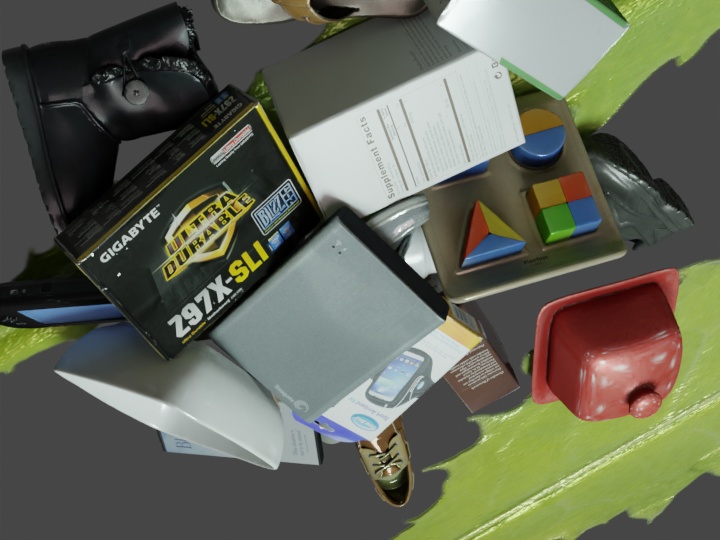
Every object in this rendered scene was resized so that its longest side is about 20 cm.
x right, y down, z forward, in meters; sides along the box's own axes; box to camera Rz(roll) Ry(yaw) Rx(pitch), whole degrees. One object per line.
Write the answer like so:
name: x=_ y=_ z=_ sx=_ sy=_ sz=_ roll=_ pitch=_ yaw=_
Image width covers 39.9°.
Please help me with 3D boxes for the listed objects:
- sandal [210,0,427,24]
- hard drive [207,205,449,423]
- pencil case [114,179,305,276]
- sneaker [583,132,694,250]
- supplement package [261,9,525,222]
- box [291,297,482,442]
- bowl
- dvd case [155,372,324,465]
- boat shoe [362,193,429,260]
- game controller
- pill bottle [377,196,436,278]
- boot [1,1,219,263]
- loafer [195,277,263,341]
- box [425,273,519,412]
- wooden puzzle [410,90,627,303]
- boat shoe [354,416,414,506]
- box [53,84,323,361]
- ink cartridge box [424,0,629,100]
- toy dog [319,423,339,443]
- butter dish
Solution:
sandal: x=-0.028 y=-0.239 z=0.849 sx=0.198 sy=0.055 sz=0.082 roll=2 pitch=129 yaw=-10
hard drive: x=-0.034 y=0.048 z=0.941 sx=0.139 sy=0.033 sz=0.200 roll=42 pitch=123 yaw=-12
pencil case: x=-0.151 y=-0.037 z=0.970 sx=0.198 sy=0.078 sz=0.090 roll=4 pitch=149 yaw=-23
sneaker: x=0.296 y=-0.078 z=1.118 sx=0.091 sy=0.076 sz=0.199 roll=-38 pitch=130 yaw=24
supplement package: x=0.029 y=-0.151 z=0.911 sx=0.199 sy=0.122 sz=0.120 roll=-24 pitch=134 yaw=1
box: x=0.016 y=0.097 z=1.033 sx=0.119 sy=0.042 sz=0.200 roll=33 pitch=117 yaw=-28
bowl: x=-0.179 y=0.120 z=0.997 sx=0.200 sy=0.198 sz=0.075 roll=47 pitch=61 yaw=-48
dvd case: x=-0.146 y=0.168 z=1.140 sx=0.198 sy=0.018 sz=0.143 roll=3 pitch=133 yaw=10
boat shoe: x=-0.001 y=0.001 z=0.965 sx=0.202 sy=0.065 sz=0.074 roll=-41 pitch=175 yaw=24
game controller: x=-0.269 y=0.034 z=0.965 sx=0.198 sy=0.042 sz=0.104 roll=-4 pitch=156 yaw=6
pill bottle: x=0.125 y=-0.055 z=1.037 sx=0.198 sy=0.116 sz=0.116 roll=-14 pitch=134 yaw=-8
boot: x=-0.198 y=-0.116 z=0.856 sx=0.167 sy=0.076 sz=0.202 roll=-14 pitch=107 yaw=-7
loafer: x=-0.122 y=0.027 z=1.041 sx=0.198 sy=0.076 sz=0.069 roll=-12 pitch=139 yaw=-10
box: x=0.106 y=0.066 z=1.146 sx=0.075 sy=0.101 sz=0.200 roll=-28 pitch=135 yaw=9
wooden puzzle: x=0.143 y=-0.083 z=0.961 sx=0.184 sy=0.201 sz=0.046 roll=-15 pitch=158 yaw=-8
boat shoe: x=0.034 y=0.234 z=1.286 sx=0.075 sy=0.074 sz=0.201 roll=-23 pitch=134 yaw=-1
box: x=-0.142 y=-0.038 z=0.869 sx=0.200 sy=0.049 sz=0.160 roll=-43 pitch=142 yaw=-12
ink cartridge box: x=0.107 y=-0.250 z=0.802 sx=0.145 sy=0.201 sz=0.084 roll=22 pitch=123 yaw=-34
toy dog: x=-0.038 y=0.102 z=1.135 sx=0.131 sy=0.097 sz=0.201 roll=20 pitch=135 yaw=-6
butter dish: x=0.330 y=0.122 z=1.253 sx=0.198 sy=0.148 sz=0.201 roll=-14 pitch=133 yaw=-9
